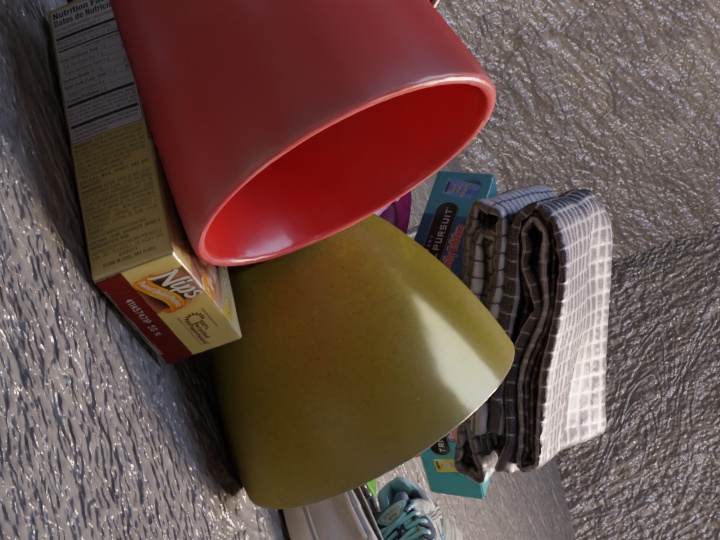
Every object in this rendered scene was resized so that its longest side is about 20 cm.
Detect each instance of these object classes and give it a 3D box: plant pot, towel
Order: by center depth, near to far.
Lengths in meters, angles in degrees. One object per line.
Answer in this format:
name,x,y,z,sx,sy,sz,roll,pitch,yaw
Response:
plant pot,-0.048,-0.126,1.183,0.178,0.200,0.200,61,5,14
plant pot,-0.022,0.037,1.327,0.142,0.200,0.200,60,10,-14
towel,0.126,0.043,1.474,0.166,0.085,0.201,-23,117,-71

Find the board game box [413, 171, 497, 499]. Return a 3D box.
board game box,0.075,0.050,1.541,0.200,0.047,0.151,74,28,-46

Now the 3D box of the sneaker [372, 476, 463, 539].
sneaker,0.041,0.239,1.735,0.086,0.077,0.200,56,5,-16

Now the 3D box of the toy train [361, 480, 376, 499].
toy train,-0.028,0.119,1.606,0.200,0.042,0.057,61,24,-53

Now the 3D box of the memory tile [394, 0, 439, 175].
memory tile,-0.022,-0.120,1.328,0.017,0.200,0.154,12,74,-44

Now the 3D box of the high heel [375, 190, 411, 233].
high heel,0.000,0.000,1.482,0.200,0.067,0.096,91,23,-50

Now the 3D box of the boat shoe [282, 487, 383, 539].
boat shoe,-0.029,0.124,1.462,0.072,0.068,0.201,55,16,-59

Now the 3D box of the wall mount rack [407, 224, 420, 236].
wall mount rack,0.015,-0.122,1.783,0.174,0.074,0.201,60,11,-56

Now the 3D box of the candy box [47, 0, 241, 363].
candy box,-0.131,-0.058,1.246,0.116,0.055,0.201,58,14,-57
